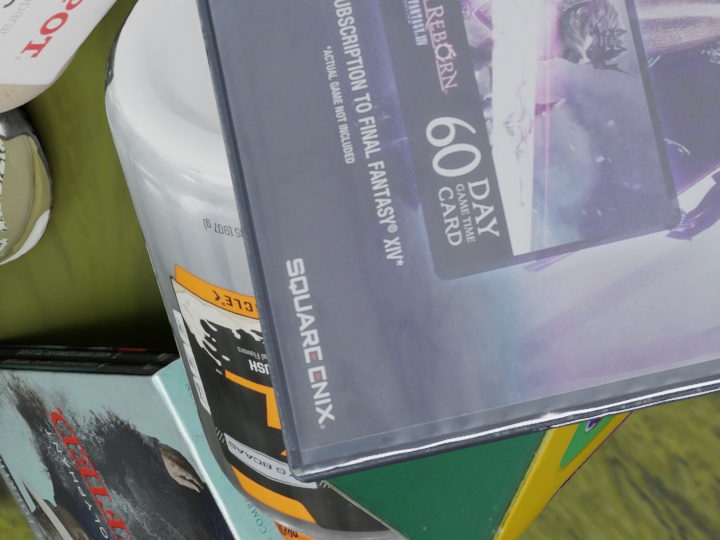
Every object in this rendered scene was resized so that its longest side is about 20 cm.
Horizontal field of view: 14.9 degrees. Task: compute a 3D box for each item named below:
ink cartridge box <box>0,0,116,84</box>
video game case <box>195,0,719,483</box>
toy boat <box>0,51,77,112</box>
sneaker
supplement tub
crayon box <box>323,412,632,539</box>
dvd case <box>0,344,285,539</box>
[{"bbox_3d":[-0.134,-0.126,0.742,0.147,0.199,0.083,-46,63,33],"label":"ink cartridge box"},{"bbox_3d":[0.068,-0.047,0.576,0.199,0.019,0.144,-13,83,9],"label":"video game case"},{"bbox_3d":[-0.190,-0.125,0.930,0.199,0.131,0.131,-5,123,-8],"label":"toy boat"},{"bbox_3d":[-0.187,-0.008,1.020,0.200,0.089,0.077,-33,95,44],"label":"sneaker"},{"bbox_3d":[0.000,0.000,0.839,0.122,0.123,0.201,19,145,27],"label":"supplement tub"},{"bbox_3d":[0.082,-0.041,0.713,0.058,0.200,0.173,33,133,13],"label":"crayon box"},{"bbox_3d":[-0.078,0.094,1.002,0.200,0.022,0.147,1,120,62],"label":"dvd case"}]
